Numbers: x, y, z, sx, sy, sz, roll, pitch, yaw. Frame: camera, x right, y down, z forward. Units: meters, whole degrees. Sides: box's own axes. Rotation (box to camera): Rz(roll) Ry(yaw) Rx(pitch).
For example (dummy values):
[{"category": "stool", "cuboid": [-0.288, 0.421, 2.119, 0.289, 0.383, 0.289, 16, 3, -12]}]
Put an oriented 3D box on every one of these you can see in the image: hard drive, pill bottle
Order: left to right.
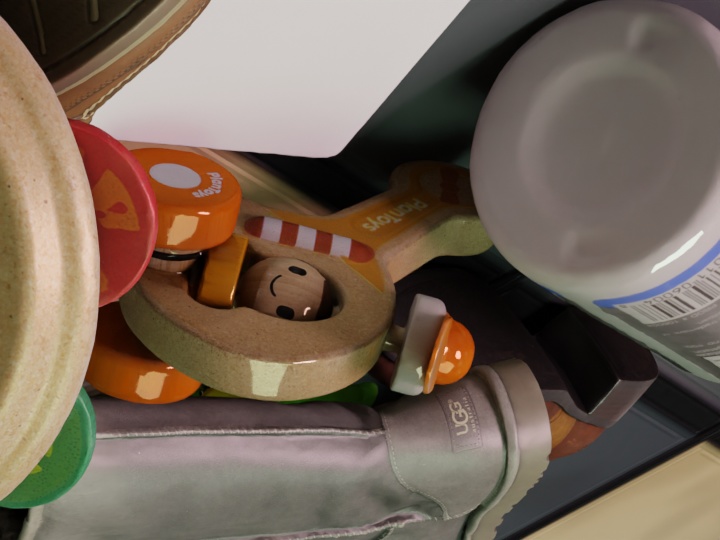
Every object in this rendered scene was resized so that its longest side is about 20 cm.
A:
[{"category": "hard drive", "cuboid": [-0.012, -0.109, 0.893, 0.132, 0.026, 0.200, 3, 144, -37]}, {"category": "pill bottle", "cuboid": [0.136, -0.020, 1.054, 0.114, 0.114, 0.200, -31, 150, 20]}]

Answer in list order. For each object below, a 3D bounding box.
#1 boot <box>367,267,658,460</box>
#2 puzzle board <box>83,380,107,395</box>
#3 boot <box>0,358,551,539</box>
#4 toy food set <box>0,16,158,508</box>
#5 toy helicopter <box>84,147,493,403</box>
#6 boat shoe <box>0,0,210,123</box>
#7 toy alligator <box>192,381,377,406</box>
[{"category": "boot", "cuboid": [0.011, 0.087, 1.197, 0.200, 0.068, 0.188, -45, 157, 24]}, {"category": "puzzle board", "cuboid": [-0.160, 0.115, 1.082, 0.200, 0.017, 0.151, -19, 138, 1]}, {"category": "boot", "cuboid": [-0.045, 0.090, 1.036, 0.200, 0.073, 0.182, -11, 151, -21]}, {"category": "toy food set", "cuboid": [-0.158, -0.008, 0.823, 0.198, 0.200, 0.049, -31, 178, 26]}, {"category": "toy helicopter", "cuboid": [0.000, 0.000, 0.980, 0.200, 0.132, 0.079, -28, 137, -53]}, {"category": "boat shoe", "cuboid": [-0.116, -0.066, 0.867, 0.200, 0.072, 0.068, -24, 157, 27]}, {"category": "toy alligator", "cuboid": [-0.087, 0.065, 1.128, 0.200, 0.054, 0.059, -22, 171, 23]}]
